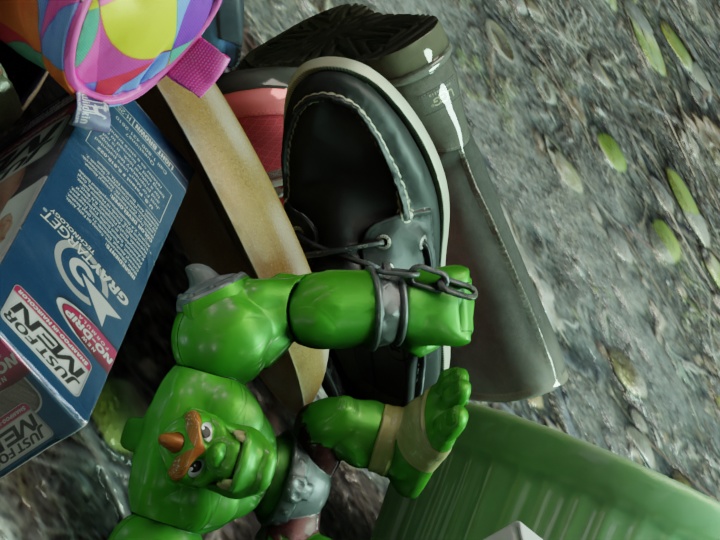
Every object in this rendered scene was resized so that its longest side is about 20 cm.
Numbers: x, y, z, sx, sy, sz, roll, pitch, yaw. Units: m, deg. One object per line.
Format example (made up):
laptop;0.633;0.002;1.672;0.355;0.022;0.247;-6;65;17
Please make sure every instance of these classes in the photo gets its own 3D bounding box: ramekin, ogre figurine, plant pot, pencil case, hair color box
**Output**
ramekin;0.093;0.142;1.173;0.200;0.199;0.098;35;75;-43
ogre figurine;-0.034;0.085;1.044;0.119;0.201;0.098;18;13;-11
plant pot;-0.062;-0.031;1.153;0.201;0.027;0.200;59;-10;18
pencil case;-0.140;-0.137;1.042;0.200;0.089;0.088;39;12;30
hair color box;-0.134;0.009;0.996;0.061;0.100;0.200;49;24;-17

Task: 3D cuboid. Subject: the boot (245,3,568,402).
boot;0.026;-0.035;1.387;0.182;0.072;0.201;23;-38;62

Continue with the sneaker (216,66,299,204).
sneaker;-0.022;-0.024;1.256;0.200;0.073;0.087;57;27;-57

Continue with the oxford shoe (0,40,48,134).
oxford shoe;-0.178;-0.064;1.031;0.071;0.075;0.200;54;24;-11

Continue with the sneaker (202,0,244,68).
sneaker;-0.093;-0.127;1.204;0.200;0.078;0.066;-177;-88;-80

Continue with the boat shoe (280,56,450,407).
boat shoe;-0.002;0.000;1.191;0.066;0.074;0.200;-66;158;-46

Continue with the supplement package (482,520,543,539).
supplement package;0.019;0.202;0.937;0.121;0.200;0.120;39;30;-38
